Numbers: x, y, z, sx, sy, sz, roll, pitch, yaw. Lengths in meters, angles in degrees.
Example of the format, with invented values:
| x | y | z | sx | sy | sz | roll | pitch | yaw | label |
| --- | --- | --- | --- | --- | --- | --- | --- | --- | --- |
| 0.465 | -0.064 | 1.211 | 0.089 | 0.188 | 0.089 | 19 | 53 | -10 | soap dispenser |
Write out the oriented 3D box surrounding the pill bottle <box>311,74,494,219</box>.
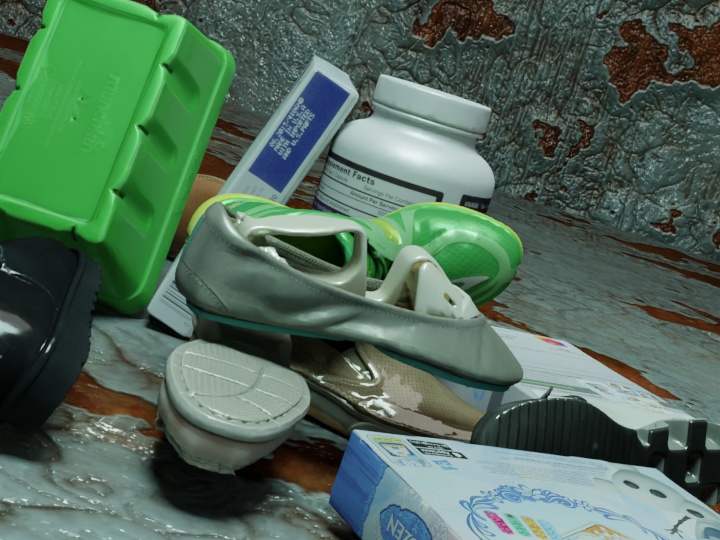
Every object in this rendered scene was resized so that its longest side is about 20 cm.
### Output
| x | y | z | sx | sy | sz | roll | pitch | yaw | label |
| --- | --- | --- | --- | --- | --- | --- | --- | --- | --- |
| 0.020 | -0.022 | 0.893 | 0.112 | 0.200 | 0.112 | 17 | 10 | -3 | pill bottle |

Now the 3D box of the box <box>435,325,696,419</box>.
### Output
| x | y | z | sx | sy | sz | roll | pitch | yaw | label |
| --- | --- | --- | --- | --- | --- | --- | --- | --- | --- |
| 0.135 | 0.087 | 0.960 | 0.156 | 0.041 | 0.200 | 12 | 12 | -30 | box |

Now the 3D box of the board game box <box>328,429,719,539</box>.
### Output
| x | y | z | sx | sy | sz | roll | pitch | yaw | label |
| --- | --- | --- | --- | --- | --- | --- | --- | --- | --- |
| 0.117 | 0.141 | 0.598 | 0.200 | 0.043 | 0.199 | 11 | 13 | -32 | board game box |

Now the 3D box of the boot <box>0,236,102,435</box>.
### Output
| x | y | z | sx | sy | sz | roll | pitch | yaw | label |
| --- | --- | --- | --- | --- | --- | --- | --- | --- | --- |
| -0.208 | -0.009 | 0.644 | 0.162 | 0.073 | 0.198 | 39 | 5 | -18 | boot |

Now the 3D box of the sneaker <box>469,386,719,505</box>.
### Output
| x | y | z | sx | sy | sz | roll | pitch | yaw | label |
| --- | --- | --- | --- | --- | --- | --- | --- | --- | --- |
| 0.120 | 0.106 | 0.770 | 0.200 | 0.074 | 0.088 | 12 | -2 | -41 | sneaker |

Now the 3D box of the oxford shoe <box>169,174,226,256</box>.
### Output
| x | y | z | sx | sy | sz | roll | pitch | yaw | label |
| --- | --- | --- | --- | --- | --- | --- | --- | --- | --- |
| -0.177 | -0.055 | 1.108 | 0.200 | 0.071 | 0.071 | 12 | -4 | 32 | oxford shoe |

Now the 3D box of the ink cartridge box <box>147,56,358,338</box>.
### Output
| x | y | z | sx | sy | sz | roll | pitch | yaw | label |
| --- | --- | --- | --- | --- | --- | --- | --- | --- | --- |
| -0.073 | -0.061 | 0.960 | 0.041 | 0.200 | 0.200 | 34 | 7 | -7 | ink cartridge box |

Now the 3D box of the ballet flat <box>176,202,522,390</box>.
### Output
| x | y | z | sx | sy | sz | roll | pitch | yaw | label |
| --- | --- | --- | --- | --- | --- | --- | --- | --- | --- |
| 0.006 | 0.012 | 0.696 | 0.200 | 0.064 | 0.067 | 16 | 12 | -21 | ballet flat |

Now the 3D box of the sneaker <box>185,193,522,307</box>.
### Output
| x | y | z | sx | sy | sz | roll | pitch | yaw | label |
| --- | --- | --- | --- | --- | --- | --- | --- | --- | --- |
| 0.000 | 0.000 | 0.780 | 0.200 | 0.074 | 0.084 | 2 | 18 | -14 | sneaker |

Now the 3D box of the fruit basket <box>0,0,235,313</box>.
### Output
| x | y | z | sx | sy | sz | roll | pitch | yaw | label |
| --- | --- | --- | --- | --- | --- | --- | --- | --- | --- |
| -0.186 | -0.080 | 0.931 | 0.155 | 0.216 | 0.216 | 18 | 10 | 4 | fruit basket |

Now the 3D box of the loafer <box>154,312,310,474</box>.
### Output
| x | y | z | sx | sy | sz | roll | pitch | yaw | label |
| --- | --- | --- | --- | --- | --- | --- | --- | --- | --- |
| -0.068 | 0.067 | 0.680 | 0.072 | 0.063 | 0.200 | 21 | 12 | -7 | loafer |

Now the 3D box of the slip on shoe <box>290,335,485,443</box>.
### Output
| x | y | z | sx | sy | sz | roll | pitch | yaw | label |
| --- | --- | --- | --- | --- | --- | --- | --- | --- | --- |
| 0.004 | 0.062 | 0.805 | 0.200 | 0.061 | 0.076 | 20 | 10 | 18 | slip on shoe |
